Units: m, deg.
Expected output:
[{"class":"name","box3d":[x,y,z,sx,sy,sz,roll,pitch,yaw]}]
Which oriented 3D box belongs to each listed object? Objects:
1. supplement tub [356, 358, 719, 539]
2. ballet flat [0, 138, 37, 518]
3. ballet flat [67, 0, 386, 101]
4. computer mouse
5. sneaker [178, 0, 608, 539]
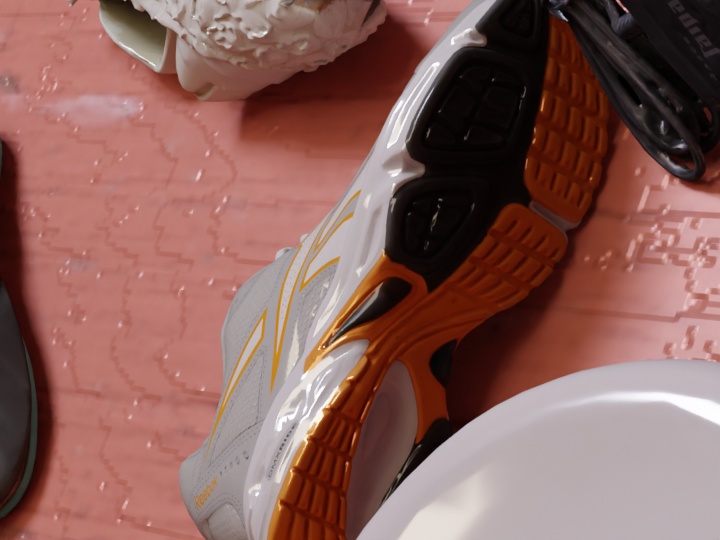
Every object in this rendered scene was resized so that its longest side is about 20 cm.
[{"class":"supplement tub","box3d":[0.093,0.118,0.454,0.144,0.200,0.145,-24,49,31]},{"class":"ballet flat","box3d":[-0.167,0.005,0.889,0.068,0.068,0.200,-36,44,21]},{"class":"ballet flat","box3d":[-0.055,-0.097,0.862,0.072,0.072,0.200,-55,38,1]},{"class":"computer mouse","box3d":[0.077,-0.102,0.620,0.046,0.141,0.200,-38,-1,-9]},{"class":"sneaker","box3d":[0.000,0.000,0.727,0.092,0.076,0.201,13,73,53]}]
